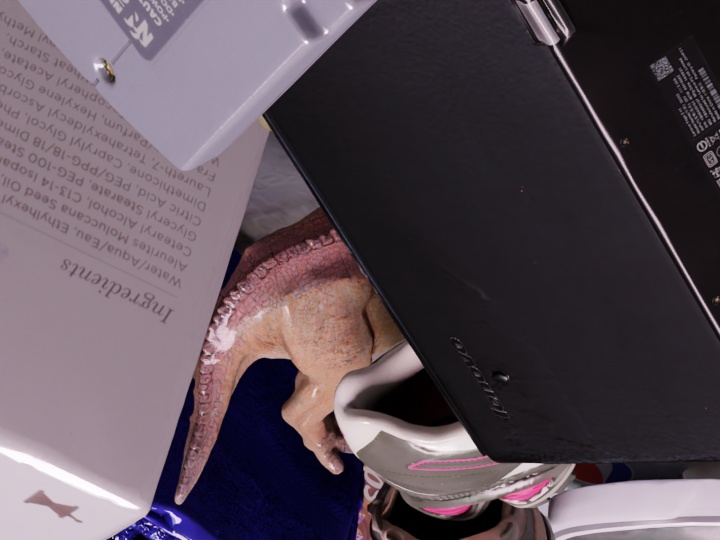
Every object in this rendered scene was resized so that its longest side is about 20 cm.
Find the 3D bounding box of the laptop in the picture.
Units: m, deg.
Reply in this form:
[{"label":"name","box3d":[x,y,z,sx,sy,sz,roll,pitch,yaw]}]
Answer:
[{"label":"laptop","box3d":[0.093,-0.044,0.765,0.188,0.199,0.116,57,177,-24]}]

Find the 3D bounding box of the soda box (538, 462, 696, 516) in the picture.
[{"label":"soda box","box3d":[0.115,0.040,1.020,0.063,0.069,0.200,19,153,-12]}]

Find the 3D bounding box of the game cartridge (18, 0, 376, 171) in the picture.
[{"label":"game cartridge","box3d":[-0.082,-0.132,0.736,0.200,0.041,0.133,54,151,1]}]

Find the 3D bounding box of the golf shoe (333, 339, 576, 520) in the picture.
[{"label":"golf shoe","box3d":[0.086,0.028,0.864,0.199,0.078,0.088,-28,154,17]}]

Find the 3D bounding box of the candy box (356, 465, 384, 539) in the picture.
[{"label":"candy box","box3d":[-0.020,0.153,1.246,0.056,0.117,0.200,18,152,-7]}]

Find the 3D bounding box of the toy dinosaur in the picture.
[{"label":"toy dinosaur","box3d":[0.000,0.000,0.927,0.086,0.199,0.136,52,156,19]}]

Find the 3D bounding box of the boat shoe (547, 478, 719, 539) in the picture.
[{"label":"boat shoe","box3d":[0.174,0.125,1.013,0.199,0.067,0.070,4,165,4]}]

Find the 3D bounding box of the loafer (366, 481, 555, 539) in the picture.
[{"label":"loafer","box3d":[0.039,0.102,0.987,0.072,0.200,0.063,-23,106,-3]}]

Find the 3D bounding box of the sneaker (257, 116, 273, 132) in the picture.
[{"label":"sneaker","box3d":[-0.047,-0.123,0.813,0.088,0.077,0.200,18,148,20]}]

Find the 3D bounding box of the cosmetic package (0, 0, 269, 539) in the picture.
[{"label":"cosmetic package","box3d":[-0.151,-0.009,0.917,0.164,0.201,0.165,27,150,-19]}]

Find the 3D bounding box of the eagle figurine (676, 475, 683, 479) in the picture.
[{"label":"eagle figurine","box3d":[0.208,0.135,1.094,0.199,0.151,0.152,3,143,42]}]

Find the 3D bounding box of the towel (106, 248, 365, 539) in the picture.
[{"label":"towel","box3d":[-0.044,0.077,1.011,0.049,0.201,0.148,-25,122,19]}]
